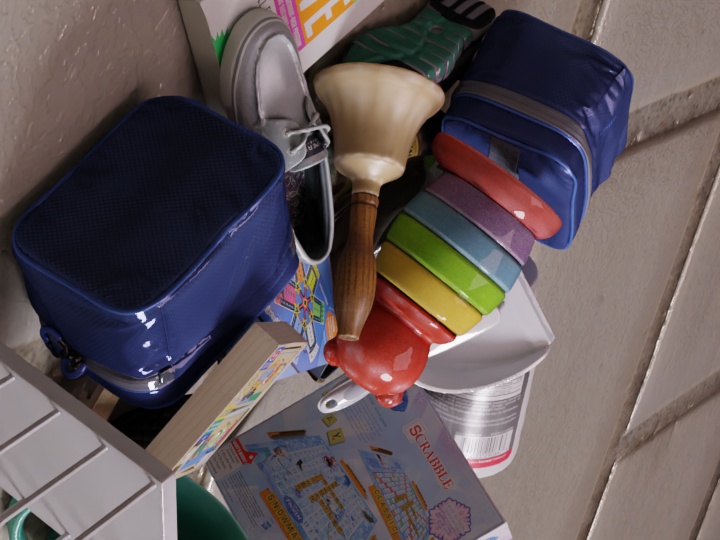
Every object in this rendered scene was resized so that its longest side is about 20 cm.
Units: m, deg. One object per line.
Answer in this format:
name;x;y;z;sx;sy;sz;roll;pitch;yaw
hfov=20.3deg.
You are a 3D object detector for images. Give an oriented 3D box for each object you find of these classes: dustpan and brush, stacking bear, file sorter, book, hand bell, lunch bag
dustpan and brush;0.052;0.061;1.669;0.199;0.057;0.140;-27;111;6
stacking bear;0.055;0.009;1.566;0.200;0.121;0.114;-53;-170;0
file sorter;-0.234;0.161;1.341;0.124;0.199;0.139;-35;144;-35
book;-0.048;-0.216;1.481;0.200;0.048;0.134;-46;149;-22
hand bell;0.001;-0.045;1.529;0.104;0.103;0.201;43;52;-64
lunch bag;0.143;-0.106;1.709;0.133;0.135;0.200;-58;163;-19
lunch bag;-0.141;-0.002;1.395;0.200;0.135;0.133;-46;150;-24

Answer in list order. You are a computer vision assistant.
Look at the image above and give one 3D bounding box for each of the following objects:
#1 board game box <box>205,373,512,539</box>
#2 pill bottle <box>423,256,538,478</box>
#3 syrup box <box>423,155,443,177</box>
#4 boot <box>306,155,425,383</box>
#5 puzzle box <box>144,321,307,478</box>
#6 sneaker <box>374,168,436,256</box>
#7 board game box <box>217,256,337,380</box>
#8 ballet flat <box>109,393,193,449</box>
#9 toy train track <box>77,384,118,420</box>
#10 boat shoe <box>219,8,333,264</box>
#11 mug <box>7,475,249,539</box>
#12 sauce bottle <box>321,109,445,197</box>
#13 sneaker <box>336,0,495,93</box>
board game box;-0.005;0.193;1.710;0.199;0.201;0.041;-29;150;-3
pill bottle;0.102;0.077;1.781;0.111;0.110;0.201;-34;143;-43
syrup box;0.051;-0.005;1.825;0.200;0.078;0.082;-54;154;-13
boot;0.000;0.000;1.638;0.200;0.097;0.075;-43;166;19
puzzle box;-0.098;0.094;1.457;0.133;0.025;0.200;-50;176;2
sneaker;0.003;-0.003;1.740;0.201;0.070;0.080;-52;142;2
board game box;-0.072;-0.011;1.551;0.102;0.019;0.201;-17;114;-26
ballet flat;-0.172;0.140;1.552;0.057;0.066;0.200;66;27;-5
toy train track;-0.165;0.028;1.525;0.201;0.032;0.115;-61;148;-15
boat shoe;-0.050;-0.094;1.464;0.070;0.071;0.202;-32;132;-33
mug;-0.187;0.227;1.569;0.115;0.185;0.152;-54;177;20
sauce bottle;0.009;-0.104;1.669;0.200;0.064;0.065;-23;135;-53
sneaker;0.045;-0.160;1.670;0.200;0.074;0.088;-33;148;-46
